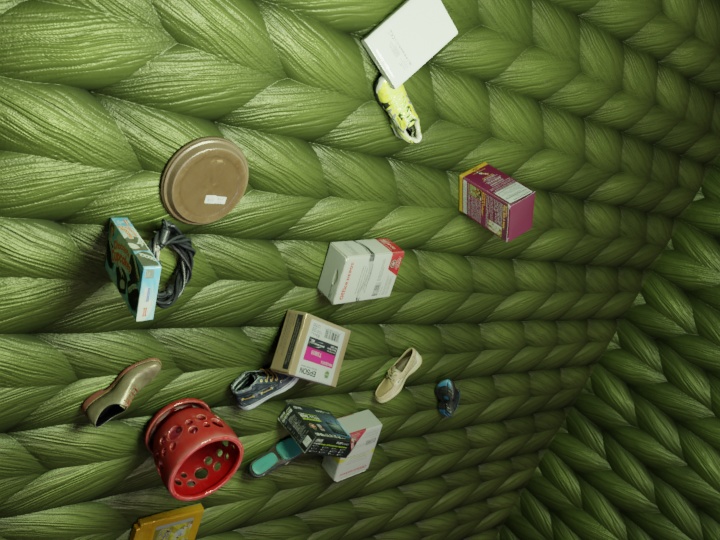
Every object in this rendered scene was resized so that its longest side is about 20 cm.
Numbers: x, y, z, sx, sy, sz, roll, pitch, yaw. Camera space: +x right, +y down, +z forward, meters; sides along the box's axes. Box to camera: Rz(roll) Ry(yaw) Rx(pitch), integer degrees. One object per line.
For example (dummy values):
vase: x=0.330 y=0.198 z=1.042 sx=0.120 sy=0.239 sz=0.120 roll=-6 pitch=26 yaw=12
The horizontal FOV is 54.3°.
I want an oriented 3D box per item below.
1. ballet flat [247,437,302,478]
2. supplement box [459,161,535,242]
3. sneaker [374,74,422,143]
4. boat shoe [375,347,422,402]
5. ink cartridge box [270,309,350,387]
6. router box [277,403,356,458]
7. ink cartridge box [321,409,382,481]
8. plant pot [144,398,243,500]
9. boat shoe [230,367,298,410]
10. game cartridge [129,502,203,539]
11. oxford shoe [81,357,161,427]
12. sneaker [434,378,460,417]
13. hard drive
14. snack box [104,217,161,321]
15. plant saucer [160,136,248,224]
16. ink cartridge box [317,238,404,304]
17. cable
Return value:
ballet flat: x=-0.249 y=0.552 z=2.071 sx=0.200 sy=0.073 sz=0.073 roll=-24 pitch=134 yaw=-36
supplement box: x=0.376 y=-0.193 z=1.952 sx=0.103 sy=0.200 sz=0.131 roll=-28 pitch=137 yaw=-23
sneaker: x=0.098 y=-0.381 z=1.646 sx=0.075 sy=0.076 sz=0.200 roll=-43 pitch=138 yaw=-5
boat shoe: x=0.112 y=0.329 z=2.223 sx=0.200 sy=0.072 sz=0.065 roll=-46 pitch=132 yaw=-8
ink cartridge box: x=-0.127 y=0.209 z=1.856 sx=0.200 sy=0.075 sz=0.165 roll=27 pitch=74 yaw=-50
router box: x=-0.124 y=0.468 z=2.047 sx=0.200 sy=0.150 sz=0.062 roll=25 pitch=102 yaw=-50
ink cartridge box: x=-0.030 y=0.562 z=2.259 sx=0.145 sy=0.083 sz=0.200 roll=-8 pitch=125 yaw=-38
plant pot: x=-0.414 y=0.430 z=1.724 sx=0.200 sy=0.182 sz=0.201 roll=-23 pitch=133 yaw=-28
boat shoe: x=-0.245 y=0.287 z=1.854 sx=0.200 sy=0.071 sz=0.091 roll=-33 pitch=141 yaw=-16
game cartridge: x=-0.550 y=0.746 z=1.964 sx=0.200 sy=0.032 sz=0.177 roll=-2 pitch=121 yaw=-43
oxford shoe: x=-0.526 y=0.279 z=1.586 sx=0.200 sy=0.075 sz=0.071 roll=-40 pitch=139 yaw=-12
sneaker: x=0.315 y=0.438 z=2.505 sx=0.082 sy=0.073 sz=0.200 roll=-46 pitch=149 yaw=-30
hard drive: x=0.111 y=-0.519 z=1.558 sx=0.200 sy=0.026 sz=0.132 roll=-44 pitch=120 yaw=-9
snack box: x=-0.439 y=-0.006 z=1.346 sx=0.037 sy=0.200 sz=0.116 roll=-4 pitch=122 yaw=-37
plant saucer: x=-0.316 y=-0.180 z=1.459 sx=0.200 sy=0.029 sz=0.200 roll=-25 pitch=135 yaw=-28
ink cartridge box: x=0.000 y=0.000 z=1.847 sx=0.200 sy=0.084 sz=0.145 roll=-7 pitch=125 yaw=-40
cable: x=-0.390 y=-0.002 z=1.448 sx=0.200 sy=0.051 sz=0.164 roll=81 pitch=15 yaw=-63
